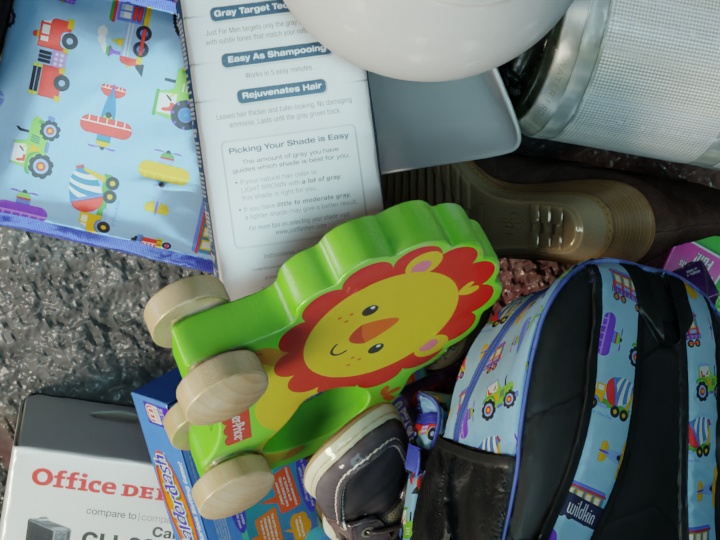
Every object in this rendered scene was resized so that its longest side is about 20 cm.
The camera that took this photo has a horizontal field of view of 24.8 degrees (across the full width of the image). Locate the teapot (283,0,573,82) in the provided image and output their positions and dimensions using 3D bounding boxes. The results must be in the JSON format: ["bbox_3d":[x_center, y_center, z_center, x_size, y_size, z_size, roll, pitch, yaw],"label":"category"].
[{"bbox_3d":[0.048,-0.189,0.826,0.199,0.146,0.198,-36,101,-11],"label":"teapot"}]

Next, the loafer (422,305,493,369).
[{"bbox_3d":[0.000,0.000,1.015,0.067,0.199,0.077,-12,127,-50],"label":"loafer"}]

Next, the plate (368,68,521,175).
[{"bbox_3d":[-0.014,-0.151,0.989,0.198,0.032,0.201,-8,115,33],"label":"plate"}]

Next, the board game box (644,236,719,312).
[{"bbox_3d":[0.245,0.061,1.134,0.152,0.040,0.201,21,105,-14],"label":"board game box"}]

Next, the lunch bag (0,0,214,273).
[{"bbox_3d":[-0.113,-0.083,0.974,0.198,0.094,0.152,15,97,3],"label":"lunch bag"}]

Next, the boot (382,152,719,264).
[{"bbox_3d":[0.124,-0.042,1.053,0.165,0.199,0.073,-5,107,-44],"label":"boot"}]

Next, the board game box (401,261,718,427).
[{"bbox_3d":[0.124,0.060,1.030,0.198,0.120,0.033,-23,67,-2],"label":"board game box"}]

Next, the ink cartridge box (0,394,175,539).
[{"bbox_3d":[-0.174,0.198,1.103,0.143,0.084,0.202,9,106,-10],"label":"ink cartridge box"}]

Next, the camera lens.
[{"bbox_3d":[0.187,-0.148,0.990,0.198,0.160,0.161,9,108,-10],"label":"camera lens"}]

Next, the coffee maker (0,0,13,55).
[{"bbox_3d":[-0.297,-0.156,0.907,0.198,0.193,0.135,14,144,-7],"label":"coffee maker"}]

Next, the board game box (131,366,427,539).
[{"bbox_3d":[-0.039,0.106,1.057,0.199,0.045,0.153,-27,114,-34],"label":"board game box"}]

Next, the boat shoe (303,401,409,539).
[{"bbox_3d":[0.012,0.139,0.969,0.072,0.200,0.065,-35,68,-15],"label":"boat shoe"}]

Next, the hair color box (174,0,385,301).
[{"bbox_3d":[-0.045,-0.087,0.919,0.099,0.061,0.202,-8,96,-8],"label":"hair color box"}]

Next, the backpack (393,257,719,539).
[{"bbox_3d":[0.117,0.096,0.906,0.181,0.134,0.202,11,85,-36],"label":"backpack"}]

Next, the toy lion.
[{"bbox_3d":[-0.015,0.041,0.894,0.190,0.069,0.201,-20,151,-14],"label":"toy lion"}]
